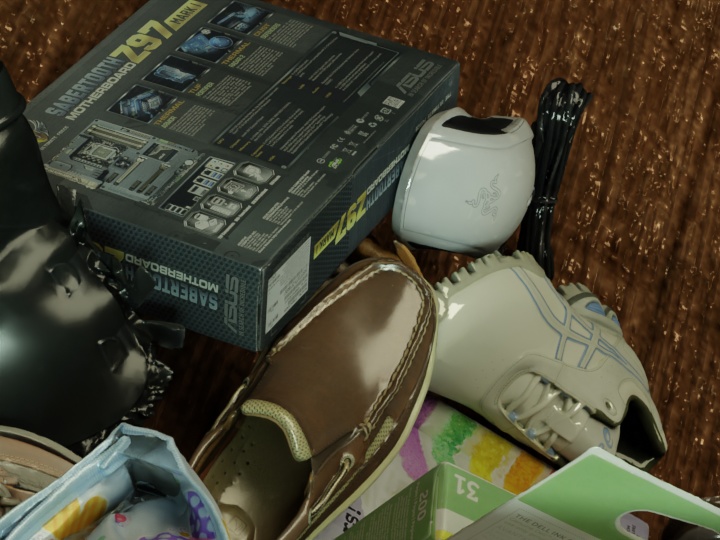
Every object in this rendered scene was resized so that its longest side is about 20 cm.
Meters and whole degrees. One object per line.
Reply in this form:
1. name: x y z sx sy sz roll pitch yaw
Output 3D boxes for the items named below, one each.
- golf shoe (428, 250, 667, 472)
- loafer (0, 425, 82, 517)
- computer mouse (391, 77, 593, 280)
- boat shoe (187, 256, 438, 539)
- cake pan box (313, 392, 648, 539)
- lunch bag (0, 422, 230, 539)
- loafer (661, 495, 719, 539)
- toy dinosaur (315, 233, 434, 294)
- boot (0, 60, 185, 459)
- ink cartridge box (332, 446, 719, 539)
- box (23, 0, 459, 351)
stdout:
1. golf shoe: 0.088 0.051 1.319 0.200 0.078 0.097 12 37 -55
2. loafer: -0.177 0.092 1.106 0.200 0.072 0.063 27 26 -22
3. computer mouse: 0.069 -0.038 1.349 0.044 0.110 0.200 21 11 19
4. boat shoe: -0.028 0.074 1.187 0.075 0.075 0.202 30 72 8
5. cake pan box: 0.039 0.160 1.267 0.184 0.052 0.200 31 46 -17
6. lunch bag: -0.097 0.183 1.036 0.127 0.170 0.200 7 51 11
7. loafer: 0.222 0.135 1.434 0.200 0.073 0.071 8 46 -42
8. toy dinosaur: 0.000 0.000 1.317 0.200 0.060 0.106 21 12 -22
9. boot: -0.185 0.023 1.144 0.198 0.073 0.163 -30 111 -12
10. ink cartridge box: 0.089 0.124 1.150 0.145 0.200 0.048 26 47 -24
11. box: -0.067 -0.054 1.271 0.158 0.051 0.200 19 38 19
